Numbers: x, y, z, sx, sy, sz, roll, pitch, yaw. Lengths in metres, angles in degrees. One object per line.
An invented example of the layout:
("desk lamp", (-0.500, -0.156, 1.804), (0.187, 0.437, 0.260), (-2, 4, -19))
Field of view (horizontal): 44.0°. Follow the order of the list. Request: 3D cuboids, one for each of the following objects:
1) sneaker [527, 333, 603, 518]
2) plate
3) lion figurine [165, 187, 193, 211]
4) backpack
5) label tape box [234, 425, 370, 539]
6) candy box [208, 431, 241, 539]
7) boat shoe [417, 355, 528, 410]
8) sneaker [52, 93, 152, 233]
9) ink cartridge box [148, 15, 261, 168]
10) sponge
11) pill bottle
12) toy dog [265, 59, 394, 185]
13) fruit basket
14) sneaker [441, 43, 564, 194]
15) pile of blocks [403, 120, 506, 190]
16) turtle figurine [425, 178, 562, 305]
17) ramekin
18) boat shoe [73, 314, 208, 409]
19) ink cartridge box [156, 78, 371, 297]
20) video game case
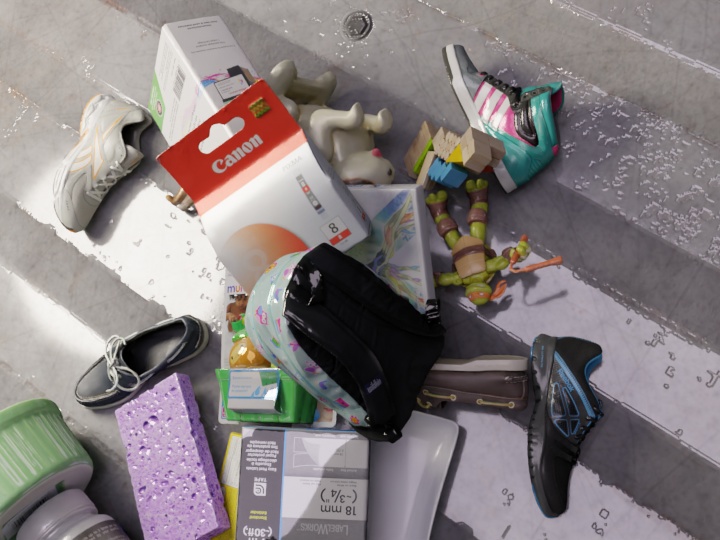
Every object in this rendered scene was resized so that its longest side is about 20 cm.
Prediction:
("sneaker", (0.226, 0.169, 0.979), (0.081, 0.073, 0.202), (1, 77, 14))
("plate", (0.000, 0.250, 1.043), (0.198, 0.032, 0.202), (13, 80, 18))
("lion figurine", (-0.179, -0.106, 1.167), (0.200, 0.072, 0.123), (42, 88, 19))
("backpack", (-0.022, 0.067, 0.935), (0.126, 0.200, 0.168), (-20, 36, 50))
("label tape box", (-0.062, 0.276, 0.982), (0.143, 0.063, 0.202), (2, 80, 0))
("candy box", (-0.140, 0.299, 1.053), (0.102, 0.026, 0.202), (4, 76, 42))
("boat shoe", (0.096, 0.131, 1.028), (0.198, 0.072, 0.060), (-3, 90, 21))
("sneaker", (-0.352, -0.145, 1.227), (0.091, 0.076, 0.202), (14, 81, 14))
("ink cartridge box", (-0.172, -0.181, 1.081), (0.083, 0.145, 0.201), (-19, 65, -31))
("sponge", (-0.233, 0.241, 1.093), (0.111, 0.030, 0.202), (-30, 64, 21))
("pill bottle", (-0.312, 0.365, 1.056), (0.114, 0.114, 0.200), (-46, 71, 0))
("toy dog", (-0.043, -0.135, 1.104), (0.200, 0.139, 0.194), (44, 103, 21))
("fruit basket", (-0.102, 0.082, 1.052), (0.184, 0.093, 0.202), (-4, 84, 34))
("sneaker", (0.185, -0.208, 1.082), (0.120, 0.084, 0.202), (-26, 78, 13))
("pile of blocks", (0.114, -0.124, 1.052), (0.062, 0.200, 0.083), (20, 95, -19))
("turtle figurine", (0.139, -0.025, 1.057), (0.199, 0.064, 0.163), (-23, 60, 27))
("ramekin", (-0.422, 0.261, 1.077), (0.098, 0.200, 0.200), (43, 90, 14))
("boat shoe", (-0.290, 0.117, 1.144), (0.198, 0.062, 0.075), (-24, 72, 9))
("ink cartridge box", (-0.106, -0.080, 0.970), (0.161, 0.050, 0.200), (-31, 113, 19))
("video game case", (0.000, 0.000, 1.038), (0.181, 0.022, 0.202), (3, 110, 30))
